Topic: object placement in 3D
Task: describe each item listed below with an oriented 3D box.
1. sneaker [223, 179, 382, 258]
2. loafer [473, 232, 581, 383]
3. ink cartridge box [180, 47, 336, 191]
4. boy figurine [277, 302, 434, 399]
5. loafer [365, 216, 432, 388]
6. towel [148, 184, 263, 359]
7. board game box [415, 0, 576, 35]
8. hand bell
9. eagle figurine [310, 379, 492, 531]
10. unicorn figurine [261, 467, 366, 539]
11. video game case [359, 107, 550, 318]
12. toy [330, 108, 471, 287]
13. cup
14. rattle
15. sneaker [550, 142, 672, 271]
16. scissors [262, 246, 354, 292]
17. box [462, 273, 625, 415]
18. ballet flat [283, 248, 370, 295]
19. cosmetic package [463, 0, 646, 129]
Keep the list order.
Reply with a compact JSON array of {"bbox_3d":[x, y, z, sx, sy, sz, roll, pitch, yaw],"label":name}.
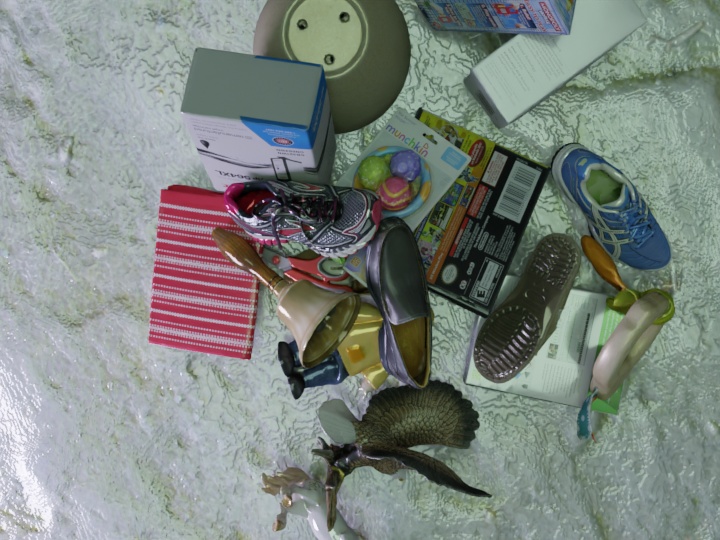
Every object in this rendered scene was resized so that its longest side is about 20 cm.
[{"bbox_3d":[-0.067,-0.063,1.112,0.197,0.075,0.082,1,69,29],"label":"sneaker"},{"bbox_3d":[0.207,0.048,1.173,0.075,0.068,0.202,39,110,23],"label":"loafer"},{"bbox_3d":[-0.109,-0.158,1.123,0.143,0.200,0.086,8,71,6],"label":"ink cartridge box"},{"bbox_3d":[0.001,0.097,1.214,0.197,0.065,0.126,-17,105,2],"label":"boy figurine"},{"bbox_3d":[0.054,0.039,1.119,0.072,0.072,0.203,-19,115,-16],"label":"loafer"},{"bbox_3d":[-0.190,0.001,1.225,0.142,0.022,0.204,8,95,13],"label":"towel"},{"bbox_3d":[0.190,-0.346,1.119,0.201,0.199,0.062,-50,132,-4],"label":"board game box"},{"bbox_3d":[-0.105,0.012,1.162,0.199,0.104,0.105,38,95,19],"label":"hand bell"},{"bbox_3d":[0.049,0.218,1.199,0.197,0.151,0.155,-15,80,13],"label":"eagle figurine"},{"bbox_3d":[-0.041,0.327,1.216,0.073,0.137,0.203,-27,79,19],"label":"unicorn figurine"},{"bbox_3d":[0.111,-0.072,1.188,0.178,0.026,0.203,25,77,3],"label":"video game case"},{"bbox_3d":[0.026,-0.094,1.151,0.115,0.047,0.201,36,82,17],"label":"toy"},{"bbox_3d":[-0.037,-0.268,1.153,0.196,0.143,0.204,0,94,2],"label":"cup"},{"bbox_3d":[0.272,0.087,1.176,0.142,0.130,0.202,31,121,9],"label":"rattle"},{"bbox_3d":[0.307,-0.067,1.183,0.199,0.077,0.076,41,93,-16],"label":"sneaker"},{"bbox_3d":[-0.094,-0.002,1.208,0.197,0.014,0.075,12,103,22],"label":"scissors"},{"bbox_3d":[0.237,0.089,1.226,0.196,0.036,0.147,12,94,2],"label":"box"},{"bbox_3d":[0.000,0.000,1.211,0.196,0.063,0.070,-5,96,2],"label":"ballet flat"},{"bbox_3d":[0.227,-0.259,1.163,0.199,0.113,0.082,-37,93,2],"label":"cosmetic package"}]
